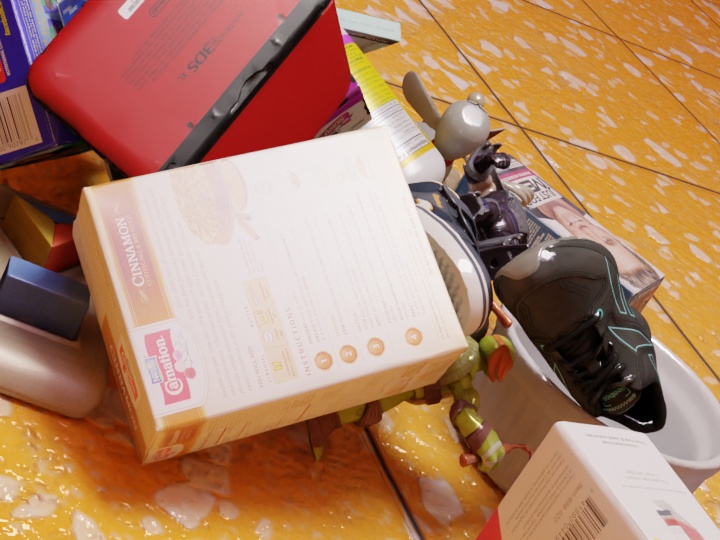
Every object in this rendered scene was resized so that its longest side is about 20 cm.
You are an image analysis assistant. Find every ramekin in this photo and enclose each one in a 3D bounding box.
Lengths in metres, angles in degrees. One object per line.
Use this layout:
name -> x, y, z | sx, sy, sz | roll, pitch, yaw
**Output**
ramekin -> 0.168, 0.110, 1.105 | 0.199, 0.098, 0.201 | 26, 26, -13

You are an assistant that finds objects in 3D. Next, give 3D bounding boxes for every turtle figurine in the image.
turtle figurine -> 0.039, 0.075, 0.978 | 0.159, 0.065, 0.201 | -14, 46, -4

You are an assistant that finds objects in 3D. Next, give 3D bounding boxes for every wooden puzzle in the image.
wooden puzzle -> -0.236, -0.009, 0.928 | 0.183, 0.047, 0.201 | 23, 26, -18

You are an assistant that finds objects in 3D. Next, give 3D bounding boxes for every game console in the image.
game console -> -0.109, -0.128, 1.011 | 0.172, 0.201, 0.119 | 40, -20, -7

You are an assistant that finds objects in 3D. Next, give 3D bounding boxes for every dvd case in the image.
dvd case -> -0.083, -0.202, 1.331 | 0.145, 0.198, 0.022 | 4, 79, -45

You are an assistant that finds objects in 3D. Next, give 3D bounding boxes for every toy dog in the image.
toy dog -> 0.075, -0.123, 1.342 | 0.131, 0.097, 0.199 | 37, -22, -31

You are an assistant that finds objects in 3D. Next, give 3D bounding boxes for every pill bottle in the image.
pill bottle -> 0.001, -0.098, 1.239 | 0.201, 0.104, 0.104 | 53, 27, 3

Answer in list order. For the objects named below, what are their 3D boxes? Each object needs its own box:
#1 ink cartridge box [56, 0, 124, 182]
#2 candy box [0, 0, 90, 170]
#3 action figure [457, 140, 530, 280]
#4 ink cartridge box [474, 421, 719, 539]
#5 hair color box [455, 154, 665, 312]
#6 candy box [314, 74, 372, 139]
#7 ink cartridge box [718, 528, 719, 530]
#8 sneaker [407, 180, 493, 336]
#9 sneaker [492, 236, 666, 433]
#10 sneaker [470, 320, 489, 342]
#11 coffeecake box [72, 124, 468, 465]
ink cartridge box -> -0.155, -0.105, 1.047 | 0.039, 0.202, 0.100 | -9, 23, 13
candy box -> -0.227, -0.165, 1.041 | 0.200, 0.076, 0.171 | -34, 109, -75
action figure -> 0.110, -0.034, 1.181 | 0.131, 0.069, 0.200 | 59, 18, 1
ink cartridge box -> 0.151, 0.209, 0.847 | 0.083, 0.146, 0.201 | 12, 31, -38
hair color box -> 0.184, -0.026, 1.419 | 0.199, 0.061, 0.100 | 40, 27, 17
candy box -> -0.102, -0.161, 1.165 | 0.201, 0.136, 0.061 | 54, -3, 22
ink cartridge box -> 0.295, 0.262, 1.036 | 0.195, 0.044, 0.200 | 8, 32, -41
sneaker -> 0.048, -0.016, 0.997 | 0.078, 0.080, 0.200 | -11, 23, -24
sneaker -> 0.153, 0.044, 0.961 | 0.200, 0.075, 0.080 | 36, 29, -50
sneaker -> 0.000, 0.000, 1.136 | 0.200, 0.068, 0.089 | 42, 35, 23
coffeecake box -> -0.057, 0.012, 0.902 | 0.197, 0.073, 0.155 | -13, 72, -21
